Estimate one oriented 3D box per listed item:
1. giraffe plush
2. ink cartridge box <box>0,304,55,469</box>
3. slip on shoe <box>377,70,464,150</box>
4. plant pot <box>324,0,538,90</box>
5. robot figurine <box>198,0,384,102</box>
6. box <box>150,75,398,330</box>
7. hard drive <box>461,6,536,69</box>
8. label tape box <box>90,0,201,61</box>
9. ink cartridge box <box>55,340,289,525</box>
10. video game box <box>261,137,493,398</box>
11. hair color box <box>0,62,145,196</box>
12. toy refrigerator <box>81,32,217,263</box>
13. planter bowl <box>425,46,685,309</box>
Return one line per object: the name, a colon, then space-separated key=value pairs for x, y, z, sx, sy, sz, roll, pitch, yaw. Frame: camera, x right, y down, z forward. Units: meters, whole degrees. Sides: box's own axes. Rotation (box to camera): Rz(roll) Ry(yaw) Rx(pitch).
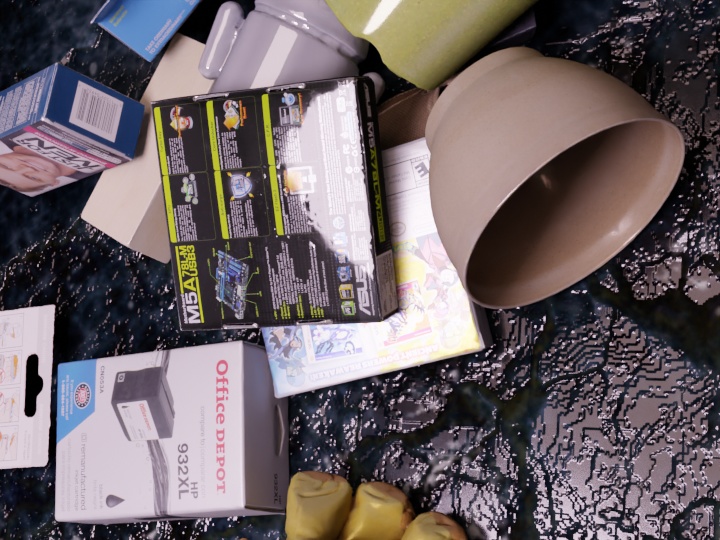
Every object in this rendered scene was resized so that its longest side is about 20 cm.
giraffe plush: x=-0.018 y=0.282 z=0.948 sx=0.171 sy=0.200 sz=0.164 roll=22 pitch=117 yaw=24
ink cartridge box: x=-0.383 y=0.124 z=1.202 sx=0.198 sy=0.050 sz=0.163 roll=-6 pitch=76 yaw=19
slip on shoe: x=0.071 y=-0.135 z=1.039 sx=0.198 sy=0.060 sz=0.077 roll=-13 pitch=73 yaw=22
plant pot: x=0.072 y=-0.256 z=0.963 sx=0.184 sy=0.200 sz=0.201 roll=-47 pitch=64 yaw=21
robot figurine: x=-0.064 y=-0.177 z=1.071 sx=0.168 sy=0.113 sz=0.202 roll=28 pitch=93 yaw=3
box: x=-0.073 y=-0.053 z=0.999 sx=0.191 sy=0.047 sz=0.203 roll=-4 pitch=99 yaw=24
hard drive: x=0.080 y=-0.276 z=1.078 sx=0.134 sy=0.042 sz=0.202 roll=-21 pitch=71 yaw=19
label tape box: x=-0.174 y=-0.271 z=1.113 sx=0.063 sy=0.200 sz=0.144 roll=39 pitch=98 yaw=-15
ink cartridge box: x=-0.170 y=0.149 z=1.073 sx=0.198 sy=0.084 sz=0.147 roll=-8 pitch=75 yaw=23
video game box: x=0.000 y=0.000 z=1.031 sx=0.198 sy=0.047 sz=0.184 roll=-14 pitch=84 yaw=21
hair color box: x=-0.305 y=-0.130 z=1.149 sx=0.199 sy=0.099 sz=0.061 roll=-10 pitch=64 yaw=47
toy refrigerator: x=-0.180 y=-0.117 z=1.149 sx=0.076 sy=0.070 sz=0.202 roll=27 pitch=89 yaw=33
planter bowl: x=0.131 y=-0.086 z=0.930 sx=0.200 sy=0.200 sz=0.135 roll=-41 pitch=59 yaw=11
